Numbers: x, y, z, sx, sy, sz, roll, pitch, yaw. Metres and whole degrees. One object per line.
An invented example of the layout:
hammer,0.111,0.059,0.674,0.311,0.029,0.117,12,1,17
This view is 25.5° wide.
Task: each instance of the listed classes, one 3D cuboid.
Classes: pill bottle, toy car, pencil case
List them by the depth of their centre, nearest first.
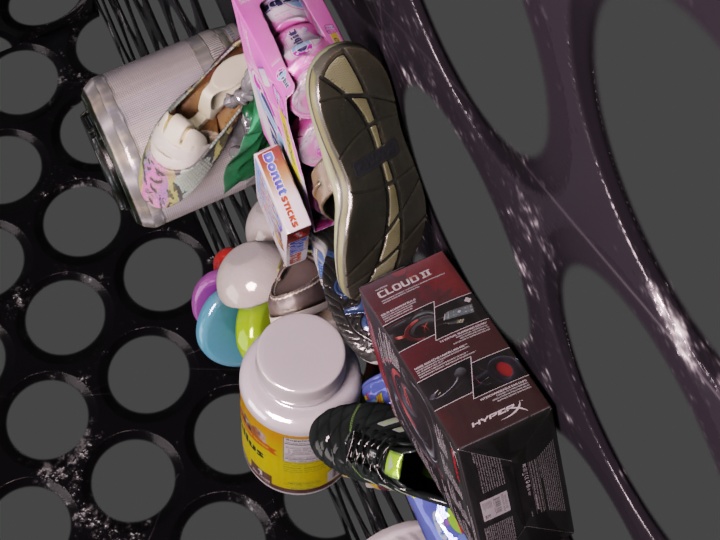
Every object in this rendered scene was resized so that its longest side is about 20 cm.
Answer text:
pencil case,0.074,0.170,1.359,0.201,0.087,0.078,66,-162,13
pill bottle,-0.055,0.119,1.437,0.200,0.109,0.110,95,151,-60
toy car,-0.102,0.026,1.652,0.175,0.149,0.200,66,-148,-34

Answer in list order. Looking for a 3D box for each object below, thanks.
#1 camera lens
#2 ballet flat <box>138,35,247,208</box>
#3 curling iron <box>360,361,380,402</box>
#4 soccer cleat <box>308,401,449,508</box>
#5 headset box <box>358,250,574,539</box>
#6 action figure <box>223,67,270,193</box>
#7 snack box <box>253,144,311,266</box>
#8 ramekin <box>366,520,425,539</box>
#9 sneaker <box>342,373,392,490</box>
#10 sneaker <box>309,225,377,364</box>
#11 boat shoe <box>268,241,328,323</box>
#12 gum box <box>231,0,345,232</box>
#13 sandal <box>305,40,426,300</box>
camera lens,-0.167,-0.146,1.581,0.160,0.199,0.161,156,90,-82
ballet flat,-0.142,-0.147,1.465,0.069,0.200,0.071,39,178,7
curling iron,0.003,0.105,1.568,0.026,0.049,0.200,-56,22,34
soccer cleat,0.032,0.149,1.287,0.081,0.199,0.068,9,-86,-56
headset box,0.072,0.095,1.165,0.200,0.075,0.149,-122,12,-46
action figure,-0.082,-0.157,1.400,0.055,0.118,0.200,38,155,9
snack box,-0.067,-0.052,1.357,0.200,0.024,0.072,113,136,-82
ramekin,0.064,0.357,1.576,0.094,0.202,0.203,22,137,59
sneaker,-0.012,0.168,1.629,0.200,0.090,0.075,48,-142,-35
sneaker,0.000,0.000,1.413,0.077,0.075,0.201,67,-176,-57
boat shoe,-0.047,-0.002,1.506,0.200,0.072,0.060,-49,-54,-68
gum box,-0.042,-0.137,1.270,0.200,0.066,0.114,79,166,-59
sandal,-0.003,-0.074,1.155,0.057,0.080,0.202,26,133,49
